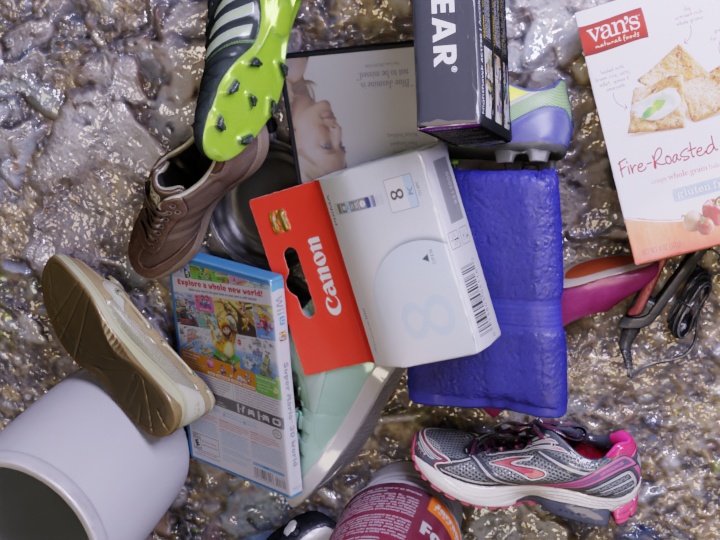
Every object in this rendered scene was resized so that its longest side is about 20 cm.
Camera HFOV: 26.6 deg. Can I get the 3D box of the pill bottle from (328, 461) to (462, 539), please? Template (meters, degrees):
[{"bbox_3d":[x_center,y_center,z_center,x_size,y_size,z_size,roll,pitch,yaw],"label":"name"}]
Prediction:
[{"bbox_3d":[0.025,0.251,1.302,0.113,0.200,0.116,5,111,13],"label":"pill bottle"}]

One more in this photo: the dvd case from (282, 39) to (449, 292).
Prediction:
[{"bbox_3d":[0.008,-0.080,1.224,0.141,0.017,0.203,0,106,32],"label":"dvd case"}]

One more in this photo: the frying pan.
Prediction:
[{"bbox_3d":[-0.093,-0.092,1.306,0.114,0.031,0.192,-20,93,22],"label":"frying pan"}]

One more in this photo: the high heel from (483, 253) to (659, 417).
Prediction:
[{"bbox_3d":[0.170,0.053,1.269,0.198,0.067,0.097,-20,100,33],"label":"high heel"}]

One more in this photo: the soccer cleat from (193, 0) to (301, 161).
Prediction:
[{"bbox_3d":[-0.096,-0.182,1.219,0.080,0.067,0.202,9,76,41],"label":"soccer cleat"}]

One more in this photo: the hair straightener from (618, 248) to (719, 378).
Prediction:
[{"bbox_3d":[0.271,0.005,1.235,0.076,0.041,0.202,25,108,5],"label":"hair straightener"}]

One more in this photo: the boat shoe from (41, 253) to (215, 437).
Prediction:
[{"bbox_3d":[-0.212,0.062,1.369,0.201,0.063,0.074,44,127,20],"label":"boat shoe"}]

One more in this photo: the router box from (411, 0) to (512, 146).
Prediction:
[{"bbox_3d":[0.075,-0.200,1.130,0.050,0.149,0.203,-3,89,14],"label":"router box"}]

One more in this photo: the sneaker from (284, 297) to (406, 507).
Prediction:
[{"bbox_3d":[-0.044,0.111,1.348,0.118,0.074,0.202,38,122,14],"label":"sneaker"}]

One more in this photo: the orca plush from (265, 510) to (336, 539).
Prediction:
[{"bbox_3d":[-0.089,0.296,1.438,0.104,0.071,0.202,1,123,-34],"label":"orca plush"}]

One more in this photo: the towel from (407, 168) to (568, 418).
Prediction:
[{"bbox_3d":[0.102,0.015,1.237,0.146,0.049,0.203,4,105,31],"label":"towel"}]

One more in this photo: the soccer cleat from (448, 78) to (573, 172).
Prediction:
[{"bbox_3d":[0.077,-0.127,1.243,0.197,0.065,0.085,5,81,18],"label":"soccer cleat"}]

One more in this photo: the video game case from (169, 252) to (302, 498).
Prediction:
[{"bbox_3d":[-0.111,0.089,1.344,0.142,0.018,0.203,14,116,44],"label":"video game case"}]

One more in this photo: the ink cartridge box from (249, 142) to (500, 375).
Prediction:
[{"bbox_3d":[0.000,0.000,1.215,0.198,0.047,0.162,-14,97,33],"label":"ink cartridge box"}]

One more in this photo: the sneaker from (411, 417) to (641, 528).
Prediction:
[{"bbox_3d":[0.141,0.157,1.302,0.197,0.081,0.076,7,118,10],"label":"sneaker"}]

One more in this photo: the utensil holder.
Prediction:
[{"bbox_3d":[-0.261,0.199,1.355,0.168,0.200,0.172,6,112,16],"label":"utensil holder"}]

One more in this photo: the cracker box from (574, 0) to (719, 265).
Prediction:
[{"bbox_3d":[0.253,-0.118,1.164,0.132,0.058,0.203,-15,88,19],"label":"cracker box"}]

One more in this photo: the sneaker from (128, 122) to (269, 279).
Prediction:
[{"bbox_3d":[-0.159,-0.067,1.288,0.200,0.075,0.071,-48,59,33],"label":"sneaker"}]
